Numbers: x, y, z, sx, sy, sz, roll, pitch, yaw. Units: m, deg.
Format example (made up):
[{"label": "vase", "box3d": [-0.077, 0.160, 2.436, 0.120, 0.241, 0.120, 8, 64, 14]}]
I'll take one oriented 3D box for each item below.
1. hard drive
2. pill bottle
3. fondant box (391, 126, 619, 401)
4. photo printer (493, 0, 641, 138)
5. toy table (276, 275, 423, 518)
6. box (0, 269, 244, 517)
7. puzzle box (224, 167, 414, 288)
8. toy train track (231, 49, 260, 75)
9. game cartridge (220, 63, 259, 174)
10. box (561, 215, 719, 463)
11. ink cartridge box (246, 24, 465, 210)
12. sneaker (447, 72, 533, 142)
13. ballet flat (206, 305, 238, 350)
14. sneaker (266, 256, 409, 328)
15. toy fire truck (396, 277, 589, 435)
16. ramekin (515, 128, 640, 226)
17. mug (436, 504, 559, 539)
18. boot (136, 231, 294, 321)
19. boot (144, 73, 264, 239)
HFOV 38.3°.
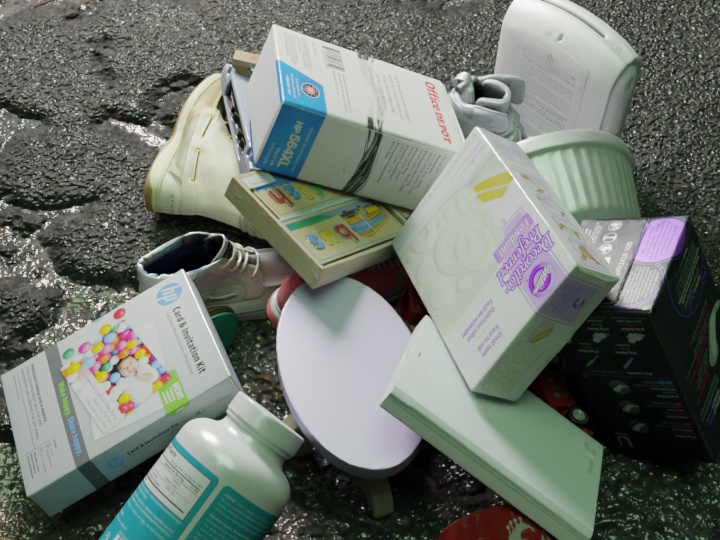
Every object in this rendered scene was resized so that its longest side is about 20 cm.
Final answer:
[{"label": "hard drive", "box3d": [0.116, 0.133, 0.882, 0.199, 0.026, 0.132, 36, 31, -2]}, {"label": "pill bottle", "box3d": [-0.132, 0.201, 0.857, 0.110, 0.111, 0.201, 34, 82, 22]}, {"label": "fondant box", "box3d": [0.119, -0.009, 0.912, 0.058, 0.145, 0.201, 16, 32, -36]}, {"label": "photo printer", "box3d": [0.224, -0.205, 1.158, 0.069, 0.201, 0.166, -36, 61, -26]}, {"label": "toy table", "box3d": [-0.008, 0.118, 0.958, 0.182, 0.118, 0.202, -5, 54, -7]}, {"label": "box", "box3d": [-0.217, 0.106, 0.936, 0.199, 0.041, 0.156, -29, 45, -4]}, {"label": "puzzle box", "box3d": [-0.022, -0.059, 1.019, 0.133, 0.026, 0.199, 45, 37, 18]}, {"label": "toy train track", "box3d": [-0.048, -0.210, 1.176, 0.198, 0.033, 0.115, 12, 36, -6]}, {"label": "game cartridge", "box3d": [-0.079, -0.152, 1.146, 0.132, 0.041, 0.201, 9, 40, -24]}, {"label": "box", "box3d": [0.262, 0.063, 0.945, 0.105, 0.201, 0.123, -1, 44, 40]}, {"label": "ink cartridge box", "box3d": [-0.006, -0.150, 1.047, 0.198, 0.085, 0.147, 15, 37, -21]}, {"label": "sneaker", "box3d": [0.165, -0.139, 1.140, 0.199, 0.115, 0.075, 30, 56, -1]}, {"label": "ballet flat", "box3d": [-0.202, 0.102, 1.007, 0.072, 0.068, 0.201, 15, 55, 33]}, {"label": "sneaker", "box3d": [0.000, 0.000, 1.051, 0.199, 0.087, 0.074, -28, 71, -33]}, {"label": "toy fire truck", "box3d": [0.124, 0.096, 1.002, 0.139, 0.049, 0.201, -2, 52, -21]}, {"label": "ramekin", "box3d": [0.190, -0.047, 1.048, 0.200, 0.203, 0.095, -11, 64, -10]}, {"label": "mug", "box3d": [0.129, 0.286, 0.805, 0.132, 0.179, 0.201, -8, 49, -4]}, {"label": "boot", "box3d": [-0.128, 0.001, 1.055, 0.198, 0.096, 0.074, -18, 55, -16]}, {"label": "boot", "box3d": [-0.138, -0.129, 1.172, 0.153, 0.072, 0.201, 15, 54, 8]}]
